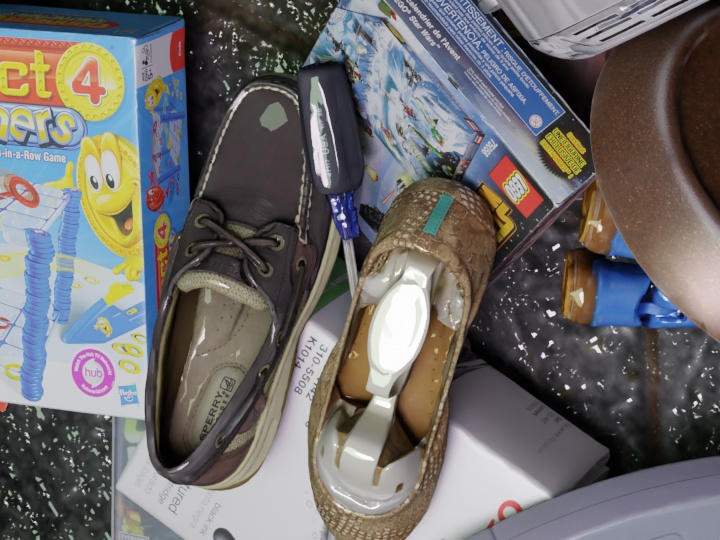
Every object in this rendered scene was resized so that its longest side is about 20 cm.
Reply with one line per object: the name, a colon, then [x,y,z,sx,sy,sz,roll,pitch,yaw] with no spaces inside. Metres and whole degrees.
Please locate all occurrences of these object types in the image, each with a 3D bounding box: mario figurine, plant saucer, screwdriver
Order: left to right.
screwdriver: [0.000,0.000,1.214,0.029,0.028,0.201,-16,106,-10]
mario figurine: [0.195,0.000,1.197,0.199,0.124,0.107,13,69,-1]
plant saucer: [0.195,-0.044,1.125,0.200,0.200,0.035,44,141,7]

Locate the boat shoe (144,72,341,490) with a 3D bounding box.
boat shoe: [-0.055,0.006,1.214,0.073,0.065,0.202,10,92,14]

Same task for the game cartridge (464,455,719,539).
game cartridge: [0.130,0.157,1.232,0.199,0.042,0.134,-16,121,-4]

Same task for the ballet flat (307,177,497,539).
ballet flat: [0.010,0.054,1.180,0.070,0.065,0.201,17,117,11]

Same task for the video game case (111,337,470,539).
video game case: [-0.041,0.109,1.373,0.199,0.023,0.183,9,107,22]

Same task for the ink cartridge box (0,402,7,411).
ink cartridge box: [-0.244,-0.037,1.410,0.162,0.057,0.201,24,108,16]

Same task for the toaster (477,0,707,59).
toaster: [0.119,-0.179,1.080,0.199,0.114,0.130,-26,105,26]

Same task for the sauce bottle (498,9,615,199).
sauce bottle: [0.093,-0.134,1.193,0.066,0.066,0.202,-4,102,25]

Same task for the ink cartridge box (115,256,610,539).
ink cartridge box: [0.002,0.100,1.293,0.199,0.084,0.147,35,114,12]

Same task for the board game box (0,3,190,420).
board game box: [-0.186,-0.035,1.330,0.199,0.056,0.197,5,108,22]

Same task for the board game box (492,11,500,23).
board game box: [0.146,-0.099,1.232,0.200,0.032,0.120,47,121,6]

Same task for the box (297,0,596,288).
box: [0.033,-0.061,1.217,0.137,0.040,0.200,51,159,4]
